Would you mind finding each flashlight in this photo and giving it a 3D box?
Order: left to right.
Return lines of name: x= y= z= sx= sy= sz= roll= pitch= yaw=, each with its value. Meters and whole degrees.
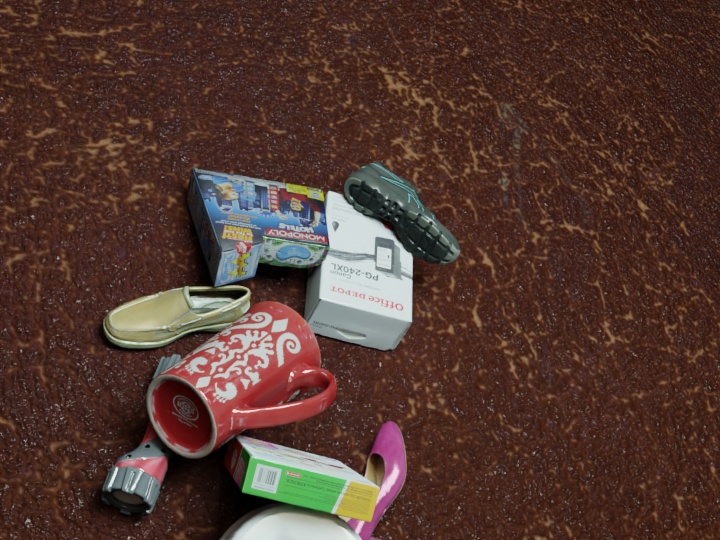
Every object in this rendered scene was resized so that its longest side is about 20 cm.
flashlight: x=-0.254 y=0.195 z=1.134 sx=0.067 sy=0.068 sz=0.201 roll=-7 pitch=47 yaw=21

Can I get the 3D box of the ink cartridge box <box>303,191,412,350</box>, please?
ink cartridge box: x=0.000 y=0.000 z=1.364 sx=0.144 sy=0.084 sz=0.202 roll=14 pitch=52 yaw=-16

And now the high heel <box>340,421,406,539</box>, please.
high heel: x=0.000 y=0.280 z=1.186 sx=0.095 sy=0.067 sz=0.202 roll=22 pitch=64 yaw=-22

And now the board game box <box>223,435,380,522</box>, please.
board game box: x=-0.076 y=0.242 z=1.097 sx=0.151 sy=0.200 sz=0.041 roll=17 pitch=83 yaw=-12

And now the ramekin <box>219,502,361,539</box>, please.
ramekin: x=-0.077 y=0.360 z=1.046 sx=0.198 sy=0.098 sz=0.203 roll=5 pitch=68 yaw=-12

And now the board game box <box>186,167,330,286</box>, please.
board game box: x=-0.148 y=-0.053 z=1.302 sx=0.198 sy=0.062 sz=0.201 roll=9 pitch=36 yaw=-13

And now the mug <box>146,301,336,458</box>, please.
mug: x=-0.140 y=0.131 z=1.126 sx=0.200 sy=0.176 sz=0.135 roll=-31 pitch=105 yaw=-53

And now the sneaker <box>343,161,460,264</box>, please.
sneaker: x=0.072 y=-0.091 z=1.361 sx=0.200 sy=0.076 sz=0.079 roll=40 pitch=47 yaw=5

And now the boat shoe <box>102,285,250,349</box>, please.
boat shoe: x=-0.241 y=0.048 z=1.229 sx=0.198 sy=0.076 sz=0.072 roll=-13 pitch=64 yaw=-30
